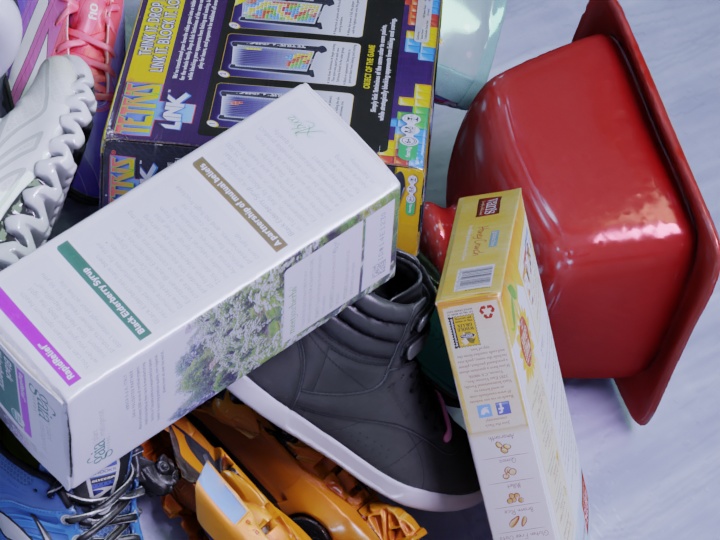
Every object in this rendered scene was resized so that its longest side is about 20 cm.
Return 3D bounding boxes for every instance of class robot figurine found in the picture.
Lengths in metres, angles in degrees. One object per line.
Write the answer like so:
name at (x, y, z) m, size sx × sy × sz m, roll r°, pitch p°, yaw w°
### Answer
robot figurine at (-0.064, 0.090, 1.534) m, size 0.200 × 0.058 × 0.145 m, roll 48°, pitch 35°, yaw 4°

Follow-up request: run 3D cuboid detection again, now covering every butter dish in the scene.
butter dish at (0.100, -0.027, 1.705) m, size 0.147 × 0.200 × 0.201 m, roll -10°, pitch 60°, yaw -17°

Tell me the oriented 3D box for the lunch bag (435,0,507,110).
lunch bag at (-0.007, -0.186, 1.773) m, size 0.170 × 0.122 × 0.201 m, roll 24°, pitch 38°, yaw -23°

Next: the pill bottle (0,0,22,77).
pill bottle at (-0.250, -0.188, 1.579) m, size 0.112 × 0.112 × 0.201 m, roll 6°, pitch 53°, yaw -36°

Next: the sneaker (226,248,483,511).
sneaker at (0.020, 0.051, 1.525) m, size 0.200 × 0.099 × 0.071 m, roll 32°, pitch 24°, yaw -35°

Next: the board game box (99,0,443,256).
board game box at (-0.043, -0.087, 1.588) m, size 0.164 × 0.057 × 0.200 m, roll 5°, pitch 32°, yaw 2°

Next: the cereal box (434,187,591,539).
cereal box at (0.082, 0.076, 1.567) m, size 0.144 × 0.039 × 0.201 m, roll -74°, pitch 152°, yaw -67°

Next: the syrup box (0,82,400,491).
syrup box at (-0.081, 0.006, 1.405) m, size 0.200 × 0.079 × 0.081 m, roll -33°, pitch 62°, yaw -22°

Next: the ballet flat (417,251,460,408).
ballet flat at (0.000, 0.000, 1.662) m, size 0.200 × 0.068 × 0.068 m, roll 48°, pitch -1°, yaw -5°

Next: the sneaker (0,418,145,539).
sneaker at (-0.136, 0.125, 1.423) m, size 0.078 × 0.089 × 0.200 m, roll -23°, pitch 72°, yaw -46°

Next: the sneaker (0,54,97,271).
sneaker at (-0.189, -0.037, 1.523) m, size 0.081 × 0.075 × 0.201 m, roll 21°, pitch 54°, yaw -3°

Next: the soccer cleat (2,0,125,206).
soccer cleat at (-0.155, -0.129, 1.635) m, size 0.068 × 0.073 × 0.201 m, roll 10°, pitch 53°, yaw -35°
